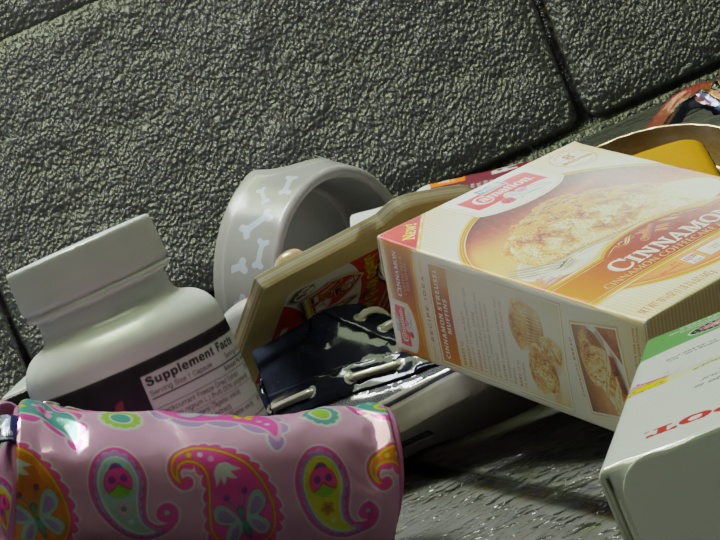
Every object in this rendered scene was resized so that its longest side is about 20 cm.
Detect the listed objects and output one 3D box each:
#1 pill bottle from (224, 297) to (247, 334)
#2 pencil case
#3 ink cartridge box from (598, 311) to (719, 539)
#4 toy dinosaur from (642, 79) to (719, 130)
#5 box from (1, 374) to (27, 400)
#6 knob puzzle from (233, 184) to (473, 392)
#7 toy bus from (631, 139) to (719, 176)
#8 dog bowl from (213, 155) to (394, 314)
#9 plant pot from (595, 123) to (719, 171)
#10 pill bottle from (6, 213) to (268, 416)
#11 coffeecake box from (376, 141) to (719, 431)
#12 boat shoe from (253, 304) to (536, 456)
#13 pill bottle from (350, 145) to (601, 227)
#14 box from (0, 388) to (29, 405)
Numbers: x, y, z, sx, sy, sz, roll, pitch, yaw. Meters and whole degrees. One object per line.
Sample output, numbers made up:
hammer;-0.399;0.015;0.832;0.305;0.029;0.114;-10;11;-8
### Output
pill bottle;-0.019;0.045;1.591;0.109;0.110;0.200;-20;6;36
pencil case;-0.080;0.101;0.987;0.199;0.088;0.087;2;-1;-12
ink cartridge box;0.167;0.054;0.682;0.144;0.084;0.200;-23;4;14
toy dinosaur;0.217;-0.080;1.559;0.105;0.199;0.182;-34;38;55
box;-0.179;0.116;1.480;0.097;0.125;0.200;-24;4;0
knob puzzle;0.000;0.000;1.274;0.219;0.031;0.220;-32;-18;-12
toy bus;0.131;-0.007;1.241;0.199;0.078;0.065;-27;28;9
dog bowl;-0.033;0.000;1.709;0.058;0.201;0.200;3;21;41
plant pot;0.177;-0.016;1.310;0.199;0.028;0.201;-21;38;17
pill bottle;-0.108;0.078;1.080;0.111;0.201;0.111;-23;4;2
coffeecake box;0.132;0.006;1.071;0.153;0.073;0.200;-26;28;-32
boat shoe;0.030;0.050;1.180;0.199;0.093;0.075;-24;-23;6
pill bottle;0.099;-0.014;1.442;0.199;0.115;0.114;-12;5;4
box;-0.184;0.139;1.158;0.199;0.137;0.040;-24;2;-5
